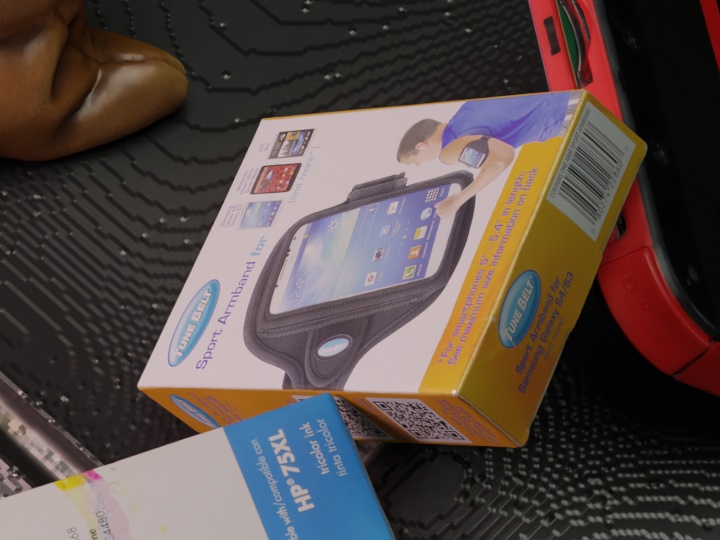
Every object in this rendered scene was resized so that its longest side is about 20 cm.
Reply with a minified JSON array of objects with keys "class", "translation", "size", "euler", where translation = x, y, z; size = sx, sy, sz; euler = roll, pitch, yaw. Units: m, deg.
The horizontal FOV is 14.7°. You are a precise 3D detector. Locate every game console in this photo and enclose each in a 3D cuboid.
[{"class":"game console","translation":[0.132,-0.036,1.043],"size":[0.031,0.176,0.201],"euler":[-29,56,30]}]

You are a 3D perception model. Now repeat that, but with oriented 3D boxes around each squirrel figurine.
[{"class":"squirrel figurine","translation":[-0.173,-0.129,1.042],"size":[0.199,0.187,0.142],"euler":[-25,64,-17]}]

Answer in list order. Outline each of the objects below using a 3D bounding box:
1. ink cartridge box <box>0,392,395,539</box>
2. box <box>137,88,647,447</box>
[{"class":"ink cartridge box","translation":[-0.093,0.122,0.939],"size":[0.199,0.116,0.068],"euler":[-17,62,-14]},{"class":"box","translation":[0.000,0.000,0.989],"size":[0.199,0.041,0.120],"euler":[-1,58,48]}]
